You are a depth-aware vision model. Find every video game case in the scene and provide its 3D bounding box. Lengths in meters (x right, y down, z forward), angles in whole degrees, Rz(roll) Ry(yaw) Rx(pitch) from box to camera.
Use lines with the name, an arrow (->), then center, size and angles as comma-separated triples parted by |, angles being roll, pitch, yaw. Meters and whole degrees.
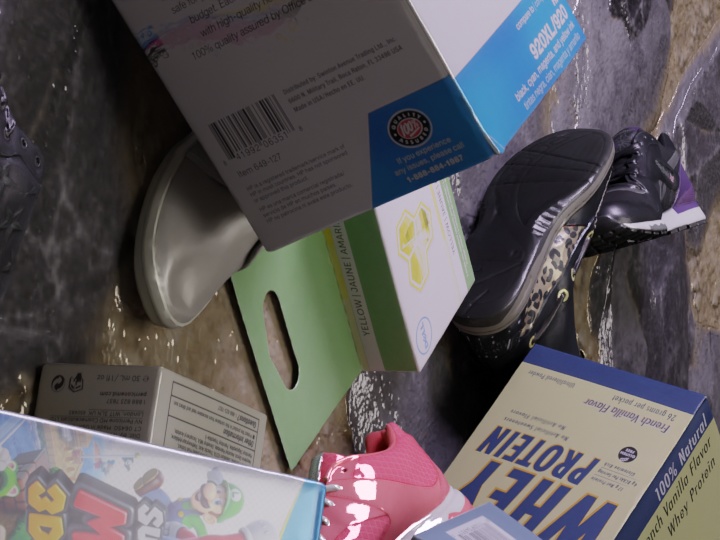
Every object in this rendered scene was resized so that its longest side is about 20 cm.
video game case -> -0.115, 0.142, 0.873 | 0.198, 0.018, 0.145 | 15, 73, -24

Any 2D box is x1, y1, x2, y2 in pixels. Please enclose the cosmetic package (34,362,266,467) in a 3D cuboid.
cosmetic package -> -0.109, 0.152, 0.949 | 0.105, 0.070, 0.202 | 34, 60, -57

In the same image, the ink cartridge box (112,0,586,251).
ink cartridge box -> -0.014, -0.146, 0.993 | 0.201, 0.146, 0.145 | 59, 36, -15

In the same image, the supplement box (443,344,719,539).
supplement box -> 0.142, 0.198, 1.315 | 0.200, 0.133, 0.201 | -52, 137, -26

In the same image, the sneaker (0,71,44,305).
sneaker -> -0.171, -0.061, 0.847 | 0.104, 0.059, 0.202 | 29, 69, -58

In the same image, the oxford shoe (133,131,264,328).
oxford shoe -> -0.057, -0.045, 1.066 | 0.200, 0.057, 0.076 | -56, 140, -45

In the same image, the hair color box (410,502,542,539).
hair color box -> 0.029, 0.233, 1.129 | 0.099, 0.060, 0.201 | -10, 130, -62

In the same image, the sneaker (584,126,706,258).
sneaker -> 0.199, -0.063, 1.567 | 0.200, 0.075, 0.088 | -13, 87, -66

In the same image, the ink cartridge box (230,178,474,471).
ink cartridge box -> 0.000, 0.000, 1.188 | 0.200, 0.047, 0.147 | -57, 139, -50

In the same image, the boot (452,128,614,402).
boot -> 0.129, 0.015, 1.410 | 0.204, 0.073, 0.155 | -56, 140, -38

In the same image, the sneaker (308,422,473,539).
sneaker -> -0.016, 0.151, 1.154 | 0.087, 0.073, 0.200 | 58, 38, -1
